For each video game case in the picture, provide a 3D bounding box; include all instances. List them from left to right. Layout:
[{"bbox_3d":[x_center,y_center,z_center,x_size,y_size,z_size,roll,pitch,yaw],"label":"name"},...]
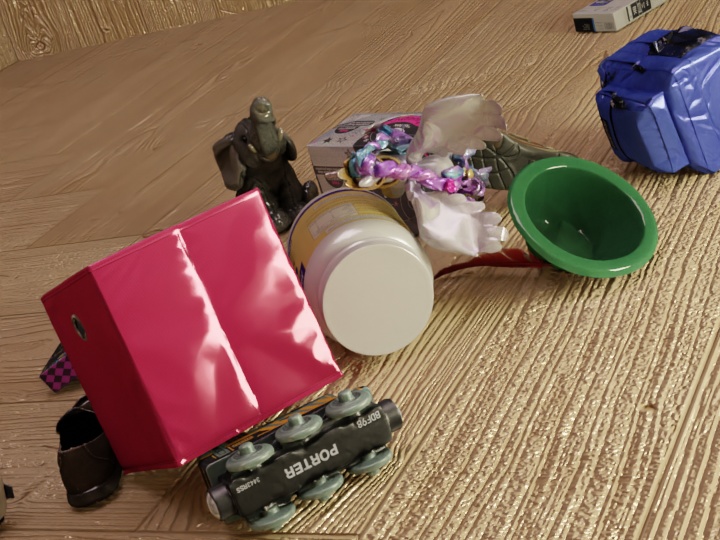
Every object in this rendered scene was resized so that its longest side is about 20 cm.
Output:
[{"bbox_3d":[-0.294,0.048,1.687,0.199,0.036,0.182,-36,15,21],"label":"video game case"}]

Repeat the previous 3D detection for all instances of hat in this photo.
[{"bbox_3d":[0.221,-0.015,1.547,0.165,0.177,0.200,-29,61,-32],"label":"hat"}]

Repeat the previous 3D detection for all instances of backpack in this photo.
[{"bbox_3d":[0.379,-0.216,1.708,0.166,0.164,0.200,-26,23,-10],"label":"backpack"}]

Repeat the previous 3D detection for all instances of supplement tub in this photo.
[{"bbox_3d":[0.000,0.000,1.511,0.143,0.147,0.200,-20,21,-4],"label":"supplement tub"}]

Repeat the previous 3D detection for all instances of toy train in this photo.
[{"bbox_3d":[-0.059,0.167,1.251,0.198,0.086,0.114,-26,13,-20],"label":"toy train"}]

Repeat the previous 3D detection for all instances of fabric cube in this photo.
[{"bbox_3d":[-0.170,0.065,1.338,0.198,0.202,0.196,-26,3,-28],"label":"fabric cube"}]

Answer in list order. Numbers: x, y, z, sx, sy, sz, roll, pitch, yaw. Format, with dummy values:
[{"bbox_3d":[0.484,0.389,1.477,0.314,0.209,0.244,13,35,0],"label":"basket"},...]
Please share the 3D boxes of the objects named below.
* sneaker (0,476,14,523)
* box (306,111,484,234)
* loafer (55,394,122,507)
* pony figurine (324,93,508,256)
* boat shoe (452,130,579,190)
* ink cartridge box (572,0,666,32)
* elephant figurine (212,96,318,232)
[{"bbox_3d":[-0.411,0.226,1.391,0.128,0.081,0.200,-13,19,2],"label":"sneaker"},{"bbox_3d":[0.044,-0.132,1.812,0.198,0.134,0.114,5,32,43],"label":"box"},{"bbox_3d":[-0.281,0.169,1.429,0.072,0.072,0.200,-19,21,-3],"label":"loafer"},{"bbox_3d":[0.076,-0.104,1.475,0.190,0.170,0.200,2,5,17],"label":"pony figurine"},{"bbox_3d":[0.188,-0.138,1.727,0.197,0.077,0.074,18,12,-6],"label":"boat shoe"},{"bbox_3d":[0.479,-0.480,2.438,0.199,0.040,0.099,-34,26,-31],"label":"ink cartridge box"},{"bbox_3d":[-0.142,-0.165,1.949,0.153,0.203,0.142,-6,24,29],"label":"elephant figurine"}]
